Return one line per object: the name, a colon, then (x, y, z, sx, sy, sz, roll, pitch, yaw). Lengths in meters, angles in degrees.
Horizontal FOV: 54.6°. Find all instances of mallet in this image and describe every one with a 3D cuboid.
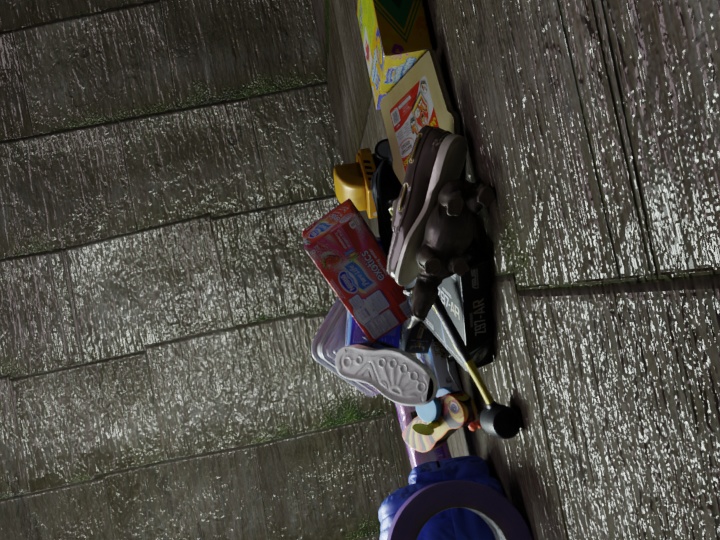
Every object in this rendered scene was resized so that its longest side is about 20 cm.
mallet: (0.140, 0.124, 0.902, 0.202, 0.041, 0.066, 61, 171, 12)

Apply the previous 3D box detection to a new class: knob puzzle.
knob puzzle: (0.096, -0.174, 0.970, 0.219, 0.030, 0.223, 167, 90, -68)

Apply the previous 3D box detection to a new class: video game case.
video game case: (0.148, 0.197, 1.334, 0.200, 0.045, 0.184, 89, 168, -69)

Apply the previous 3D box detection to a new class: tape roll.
tape roll: (0.133, 0.392, 0.951, 0.085, 0.197, 0.203, 88, 170, -72)

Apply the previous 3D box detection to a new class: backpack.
backpack: (0.124, 0.393, 1.101, 0.163, 0.197, 0.170, 82, 175, -54)

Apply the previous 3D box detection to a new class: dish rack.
dish rack: (0.016, 0.133, 1.313, 0.199, 0.173, 0.043, 38, 166, -32)

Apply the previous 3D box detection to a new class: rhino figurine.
rhino figurine: (0.098, -0.018, 0.843, 0.088, 0.059, 0.202, -101, 31, -73)

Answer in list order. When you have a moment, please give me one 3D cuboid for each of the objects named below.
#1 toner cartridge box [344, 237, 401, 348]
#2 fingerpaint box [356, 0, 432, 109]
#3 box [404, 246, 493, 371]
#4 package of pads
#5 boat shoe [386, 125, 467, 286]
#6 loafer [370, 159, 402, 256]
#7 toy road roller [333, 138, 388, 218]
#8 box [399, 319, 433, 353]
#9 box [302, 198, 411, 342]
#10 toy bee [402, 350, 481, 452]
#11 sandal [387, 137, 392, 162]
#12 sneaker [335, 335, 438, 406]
toner cartridge box: (0.028, 0.044, 1.227, 0.043, 0.093, 0.203, -134, 49, -72)
fingerpaint box: (0.046, -0.356, 1.028, 0.200, 0.072, 0.170, 101, 158, -82)
box: (0.117, 0.021, 0.983, 0.200, 0.043, 0.162, -130, 26, -55)
package of pads: (0.113, 0.292, 1.276, 0.121, 0.075, 0.203, 99, 156, -77)
boat shoe: (0.072, -0.082, 0.886, 0.059, 0.071, 0.203, 28, 108, 31)
loafer: (0.058, -0.090, 1.125, 0.071, 0.067, 0.203, 95, 162, -58)
toy road roller: (0.026, -0.151, 1.388, 0.123, 0.144, 0.202, 84, 174, -58)
box: (0.096, 0.025, 1.255, 0.201, 0.050, 0.160, -105, 24, -55)
box: (0.000, 0.000, 1.125, 0.201, 0.099, 0.096, 55, -175, -22)
toy bee: (0.140, 0.234, 1.121, 0.109, 0.130, 0.202, 46, 146, 34)
sandal: (0.073, -0.147, 1.237, 0.075, 0.045, 0.203, 8, -110, -46)
sneaker: (0.070, 0.165, 1.143, 0.146, 0.198, 0.082, 10, -88, -53)
